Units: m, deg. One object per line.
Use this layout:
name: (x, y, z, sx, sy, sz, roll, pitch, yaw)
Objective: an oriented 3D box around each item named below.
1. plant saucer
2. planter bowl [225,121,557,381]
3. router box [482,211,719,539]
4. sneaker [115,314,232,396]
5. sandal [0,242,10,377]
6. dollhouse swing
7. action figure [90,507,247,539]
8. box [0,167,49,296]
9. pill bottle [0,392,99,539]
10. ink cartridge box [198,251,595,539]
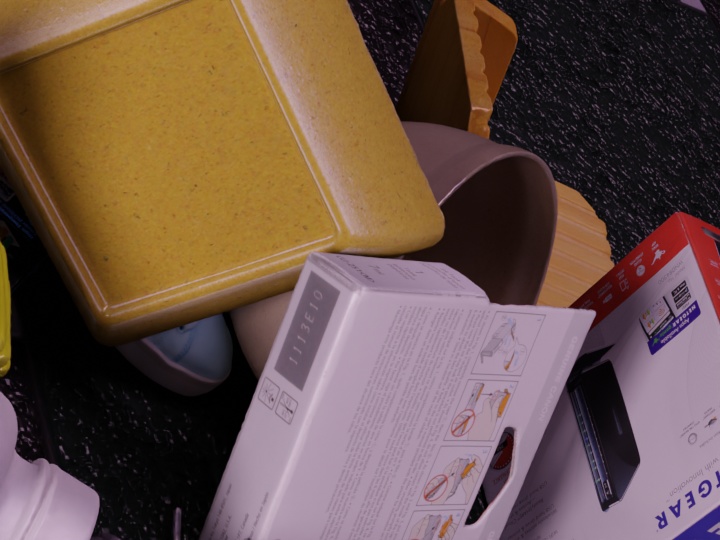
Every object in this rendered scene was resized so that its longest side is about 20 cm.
plant saucer: (-0.088, -0.061, 0.820, 0.201, 0.199, 0.049, 64, 21, -22)
planter bowl: (0.000, 0.000, 0.981, 0.134, 0.201, 0.200, 28, 25, 26)
router box: (0.156, 0.097, 1.010, 0.049, 0.200, 0.180, 21, 39, -33)
sneaker: (-0.104, -0.019, 0.906, 0.201, 0.082, 0.074, 61, 30, -29)
sandal: (-0.209, -0.022, 0.736, 0.080, 0.087, 0.201, -106, 175, -49)
dollhouse swing: (0.122, -0.063, 1.195, 0.175, 0.182, 0.201, 11, 41, -12)
action figure: (-0.097, 0.186, 0.729, 0.119, 0.102, 0.200, 32, 25, -8)
box: (-0.248, -0.054, 0.871, 0.200, 0.050, 0.199, 41, 34, -7)
pill bottle: (-0.210, 0.075, 0.711, 0.199, 0.112, 0.113, 33, 34, -16)
ink cartridge box: (0.014, 0.093, 0.865, 0.173, 0.201, 0.043, 5, 23, -46)
